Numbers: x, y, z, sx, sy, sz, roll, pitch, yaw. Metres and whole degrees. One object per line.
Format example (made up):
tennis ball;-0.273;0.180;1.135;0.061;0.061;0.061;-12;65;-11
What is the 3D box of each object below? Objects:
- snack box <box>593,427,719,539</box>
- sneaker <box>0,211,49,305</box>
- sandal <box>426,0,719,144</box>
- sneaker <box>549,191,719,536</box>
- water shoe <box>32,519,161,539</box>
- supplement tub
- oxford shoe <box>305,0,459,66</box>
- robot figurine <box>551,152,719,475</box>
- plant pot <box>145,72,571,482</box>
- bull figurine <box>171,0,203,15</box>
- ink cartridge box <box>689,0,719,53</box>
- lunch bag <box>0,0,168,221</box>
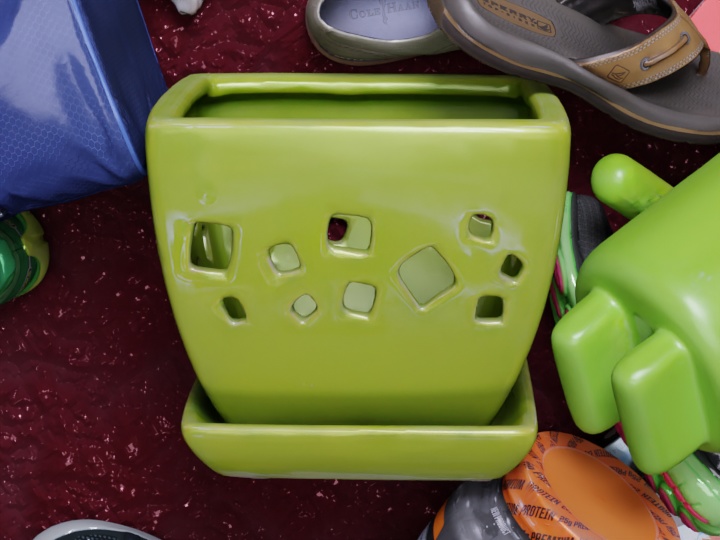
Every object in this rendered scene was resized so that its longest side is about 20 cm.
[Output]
snack box;0.191;0.119;1.105;0.200;0.037;0.116;-38;92;4
sneaker;-0.266;0.013;1.085;0.200;0.084;0.074;-23;95;4
sandal;0.128;-0.119;1.022;0.200;0.082;0.055;20;125;-20
sneaker;0.159;0.042;1.065;0.084;0.077;0.200;-26;70;-9
water shoe;-0.096;0.203;1.100;0.200;0.079;0.072;32;95;-2
supplement tub;0.068;0.185;1.045;0.122;0.123;0.200;35;116;-2
oxford shoe;0.069;-0.146;1.065;0.200;0.074;0.071;-17;94;3
robot figurine;0.185;0.007;0.976;0.200;0.175;0.116;-36;130;-18
plant pot;0.000;0.000;1.025;0.199;0.200;0.182;0;103;1
bull figurine;-0.047;-0.226;1.066;0.121;0.065;0.200;13;96;-3
ink cartridge box;0.283;-0.111;1.078;0.200;0.045;0.176;40;95;-2
lunch bag;-0.180;-0.096;1.015;0.132;0.200;0.136;-18;100;6
